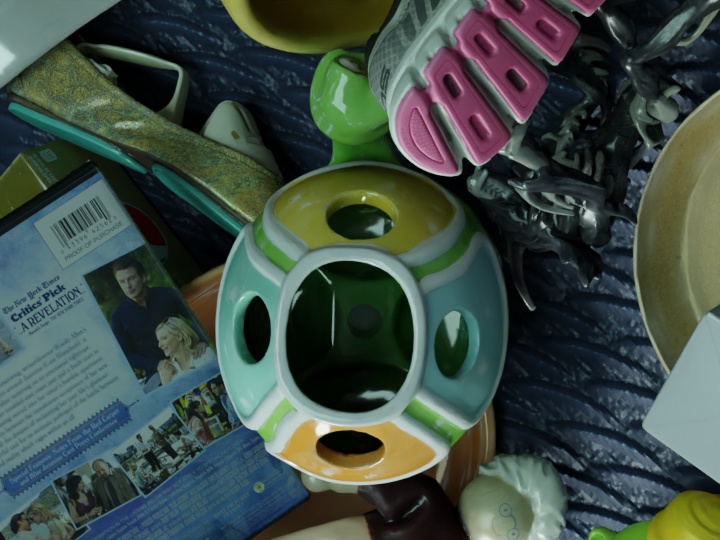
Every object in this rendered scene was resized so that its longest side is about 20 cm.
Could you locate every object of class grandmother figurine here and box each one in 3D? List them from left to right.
[{"bbox_3d":[0.010,0.145,1.059,0.061,0.199,0.122,-128,17,-62],"label":"grandmother figurine"}]

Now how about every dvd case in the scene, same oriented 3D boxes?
[{"bbox_3d":[-0.135,0.068,1.052,0.142,0.018,0.200,-33,102,-7],"label":"dvd case"}]

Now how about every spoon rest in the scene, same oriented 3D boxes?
[{"bbox_3d":[-0.155,-0.154,1.131,0.061,0.100,0.200,35,123,-28],"label":"spoon rest"}]

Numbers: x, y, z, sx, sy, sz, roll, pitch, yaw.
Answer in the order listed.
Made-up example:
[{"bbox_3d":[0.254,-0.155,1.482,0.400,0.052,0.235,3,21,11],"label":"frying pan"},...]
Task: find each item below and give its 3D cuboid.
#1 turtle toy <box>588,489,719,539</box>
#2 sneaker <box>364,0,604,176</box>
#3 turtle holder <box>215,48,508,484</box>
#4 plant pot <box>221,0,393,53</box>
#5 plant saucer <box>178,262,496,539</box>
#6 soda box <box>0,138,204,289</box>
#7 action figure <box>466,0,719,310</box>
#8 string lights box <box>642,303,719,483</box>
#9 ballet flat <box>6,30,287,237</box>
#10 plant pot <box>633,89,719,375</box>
[{"bbox_3d":[0.184,0.188,1.011,0.200,0.101,0.146,44,125,13],"label":"turtle toy"},{"bbox_3d":[0.067,-0.137,0.902,0.200,0.074,0.087,-54,33,5],"label":"sneaker"},{"bbox_3d":[0.008,0.008,0.996,0.141,0.132,0.186,28,94,3],"label":"turtle holder"},{"bbox_3d":[-0.007,-0.229,0.952,0.201,0.200,0.189,-42,66,34],"label":"plant pot"},{"bbox_3d":[-0.032,0.086,1.101,0.199,0.037,0.201,-1,100,-6],"label":"plant saucer"},{"bbox_3d":[-0.122,0.025,1.174,0.200,0.064,0.068,51,124,8],"label":"soda box"},{"bbox_3d":[0.096,-0.077,0.974,0.102,0.119,0.200,22,119,-22],"label":"action figure"},{"bbox_3d":[0.204,0.037,0.856,0.103,0.200,0.059,36,121,18],"label":"string lights box"},{"bbox_3d":[-0.095,-0.070,1.132,0.200,0.071,0.071,29,119,19],"label":"ballet flat"},{"bbox_3d":[0.219,0.001,0.974,0.199,0.027,0.201,10,110,29],"label":"plant pot"}]
